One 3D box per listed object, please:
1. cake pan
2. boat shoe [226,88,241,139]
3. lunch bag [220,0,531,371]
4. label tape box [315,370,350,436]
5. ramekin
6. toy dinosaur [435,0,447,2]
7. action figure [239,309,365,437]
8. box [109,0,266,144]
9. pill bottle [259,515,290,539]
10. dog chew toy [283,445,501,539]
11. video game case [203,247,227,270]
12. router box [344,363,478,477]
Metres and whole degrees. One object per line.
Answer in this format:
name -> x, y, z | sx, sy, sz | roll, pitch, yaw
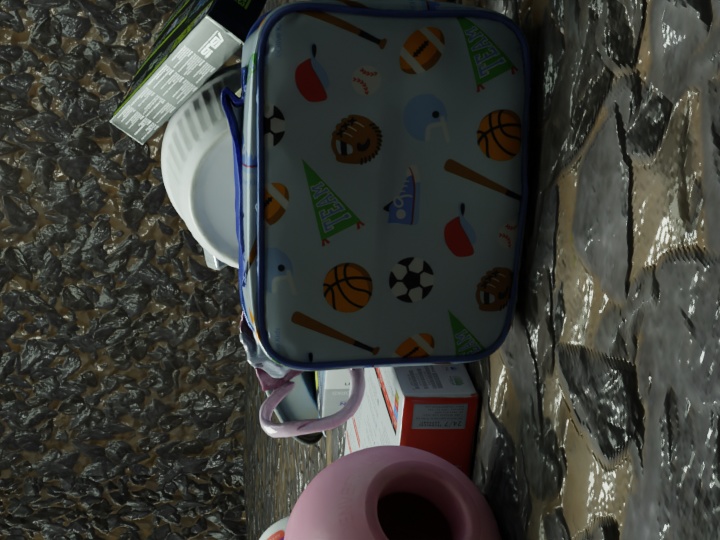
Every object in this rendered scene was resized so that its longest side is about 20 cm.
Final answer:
cake pan -> -0.057, 0.076, 1.106 | 0.200, 0.037, 0.201 | -16, -90, -75
boat shoe -> -0.044, -0.050, 0.851 | 0.063, 0.073, 0.203 | -12, -97, -67
lunch bag -> 0.006, -0.049, 0.572 | 0.076, 0.159, 0.201 | -132, 42, -76
label tape box -> -0.010, 0.044, 0.977 | 0.200, 0.066, 0.144 | 94, 172, -57
ramekin -> -0.087, -0.089, 1.024 | 0.094, 0.201, 0.203 | -109, 21, -60
toy dinosaur -> 0.050, -0.215, 0.687 | 0.107, 0.060, 0.200 | 58, 166, 13
action figure -> 0.000, 0.000, 0.728 | 0.200, 0.133, 0.150 | -56, -43, -66
box -> -0.141, -0.237, 1.013 | 0.200, 0.047, 0.194 | -31, 34, 47
pill bottle -> -0.037, 0.331, 0.988 | 0.201, 0.111, 0.112 | -101, 14, -51
dog chew toy -> 0.004, 0.191, 0.639 | 0.200, 0.124, 0.125 | 115, 155, -46
video game case -> -0.099, -0.123, 1.137 | 0.023, 0.200, 0.183 | 19, 129, 38
router box -> 0.029, 0.115, 0.775 | 0.200, 0.049, 0.181 | -109, 21, -64
